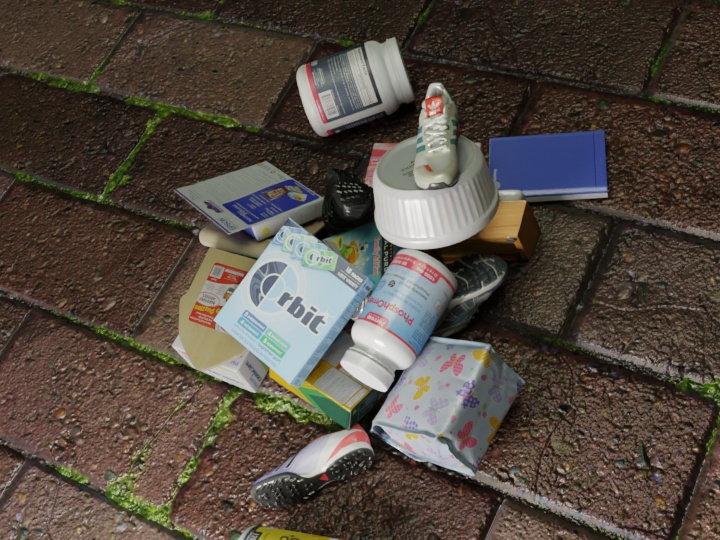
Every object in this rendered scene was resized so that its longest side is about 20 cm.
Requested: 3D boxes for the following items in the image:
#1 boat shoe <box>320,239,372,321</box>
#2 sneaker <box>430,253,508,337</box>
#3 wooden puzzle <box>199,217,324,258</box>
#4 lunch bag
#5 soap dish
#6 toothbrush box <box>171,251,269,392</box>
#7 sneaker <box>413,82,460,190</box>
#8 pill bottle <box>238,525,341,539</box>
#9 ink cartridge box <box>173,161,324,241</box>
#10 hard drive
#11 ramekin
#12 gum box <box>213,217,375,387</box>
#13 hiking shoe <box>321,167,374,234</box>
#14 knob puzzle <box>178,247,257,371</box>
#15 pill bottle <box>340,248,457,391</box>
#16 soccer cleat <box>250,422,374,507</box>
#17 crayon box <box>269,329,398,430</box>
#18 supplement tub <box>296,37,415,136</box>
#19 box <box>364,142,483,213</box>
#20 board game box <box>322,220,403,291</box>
[{"bbox_3d":[-0.058,0.015,1.610,0.092,0.075,0.200,4,27,-31],"label":"boat shoe"},{"bbox_3d":[0.154,0.050,1.607,0.199,0.086,0.078,-35,46,6],"label":"sneaker"},{"bbox_3d":[-0.161,-0.074,1.797,0.184,0.047,0.200,13,35,22],"label":"wooden puzzle"},{"bbox_3d":[0.120,0.195,1.500,0.199,0.127,0.170,3,55,52],"label":"lunch bag"},{"bbox_3d":[0.185,-0.066,1.639,0.198,0.157,0.082,-2,73,18],"label":"soap dish"},{"bbox_3d":[-0.201,0.085,1.712,0.145,0.086,0.201,18,67,29],"label":"toothbrush box"},{"bbox_3d":[0.108,-0.200,1.474,0.070,0.094,0.201,-6,38,15],"label":"sneaker"},{"bbox_3d":[-0.077,0.430,1.422,0.198,0.112,0.113,3,59,21],"label":"pill bottle"},{"bbox_3d":[-0.198,-0.119,1.789,0.199,0.047,0.197,-24,40,-29],"label":"ink cartridge box"},{"bbox_3d":[0.321,-0.178,1.730,0.198,0.025,0.133,-3,57,14],"label":"hard drive"},{"bbox_3d":[0.109,-0.130,1.542,0.200,0.095,0.203,-11,38,9],"label":"ramekin"},{"bbox_3d":[-0.103,0.048,1.554,0.169,0.045,0.201,37,89,22],"label":"gum box"},{"bbox_3d":[-0.024,-0.103,1.695,0.075,0.102,0.200,8,19,-9],"label":"hiking shoe"},{"bbox_3d":[-0.219,0.074,1.650,0.218,0.030,0.222,-13,60,24],"label":"knob puzzle"},{"bbox_3d":[0.055,0.076,1.514,0.108,0.109,0.201,22,71,30],"label":"pill bottle"},{"bbox_3d":[-0.077,0.299,1.546,0.199,0.069,0.073,-24,38,2],"label":"soccer cleat"},{"bbox_3d":[-0.055,0.151,1.600,0.199,0.052,0.126,31,50,25],"label":"crayon box"},{"bbox_3d":[-0.009,-0.347,1.895,0.198,0.141,0.141,-18,54,7],"label":"supplement tub"},{"bbox_3d":[0.116,-0.154,1.751,0.198,0.095,0.103,3,59,21],"label":"box"},{"bbox_3d":[0.000,0.000,1.686,0.199,0.047,0.152,-19,52,28],"label":"board game box"}]
